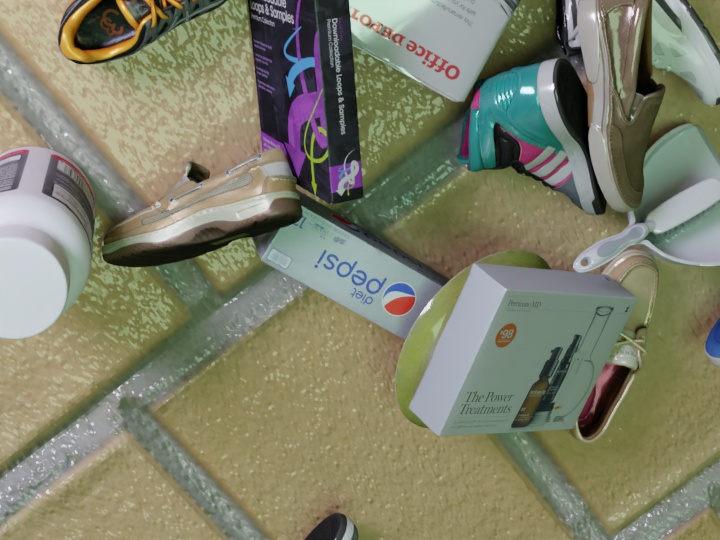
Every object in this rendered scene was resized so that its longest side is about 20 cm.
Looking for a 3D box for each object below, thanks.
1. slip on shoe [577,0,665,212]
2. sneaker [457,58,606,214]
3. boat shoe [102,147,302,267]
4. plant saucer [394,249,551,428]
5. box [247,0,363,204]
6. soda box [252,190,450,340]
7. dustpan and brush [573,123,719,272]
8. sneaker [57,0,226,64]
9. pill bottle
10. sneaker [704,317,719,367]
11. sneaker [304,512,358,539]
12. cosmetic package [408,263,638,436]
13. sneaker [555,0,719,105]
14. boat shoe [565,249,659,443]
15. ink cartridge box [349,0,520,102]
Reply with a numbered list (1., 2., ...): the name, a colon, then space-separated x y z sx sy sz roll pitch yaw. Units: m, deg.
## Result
1. slip on shoe: 0.233 -0.147 1.060 0.060 0.076 0.203 -1 110 28
2. sneaker: 0.151 -0.112 1.113 0.119 0.085 0.200 -2 149 26
3. boat shoe: -0.143 -0.057 1.072 0.198 0.072 0.077 -15 80 20
4. plant saucer: 0.120 0.075 1.160 0.198 0.031 0.202 -24 133 -28
5. box: -0.050 -0.170 1.019 0.036 0.143 0.203 -13 113 -24
6. soda box: 0.000 0.000 1.135 0.198 0.068 0.064 29 100 -21
7. dustpan and brush: 0.276 -0.044 1.134 0.198 0.057 0.141 -29 81 -9
8. sneaker: -0.164 -0.225 0.995 0.199 0.077 0.079 -33 108 14
9. pill bottle: -0.274 -0.023 0.998 0.109 0.200 0.112 -3 112 -9
10. sneaker: 0.400 -0.003 1.209 0.200 0.077 0.111 -42 119 1
11. sneaker: -0.021 0.349 1.254 0.120 0.084 0.201 24 112 -14
12. cosmetic package: 0.153 0.075 1.128 0.198 0.052 0.152 3 115 -43
13. sneaker: 0.246 -0.212 1.113 0.115 0.076 0.201 -35 106 13
14. boat shoe: 0.254 0.081 1.217 0.073 0.069 0.202 12 108 -16
15. ink cartridge box: 0.068 -0.269 1.038 0.145 0.084 0.201 26 104 -20
